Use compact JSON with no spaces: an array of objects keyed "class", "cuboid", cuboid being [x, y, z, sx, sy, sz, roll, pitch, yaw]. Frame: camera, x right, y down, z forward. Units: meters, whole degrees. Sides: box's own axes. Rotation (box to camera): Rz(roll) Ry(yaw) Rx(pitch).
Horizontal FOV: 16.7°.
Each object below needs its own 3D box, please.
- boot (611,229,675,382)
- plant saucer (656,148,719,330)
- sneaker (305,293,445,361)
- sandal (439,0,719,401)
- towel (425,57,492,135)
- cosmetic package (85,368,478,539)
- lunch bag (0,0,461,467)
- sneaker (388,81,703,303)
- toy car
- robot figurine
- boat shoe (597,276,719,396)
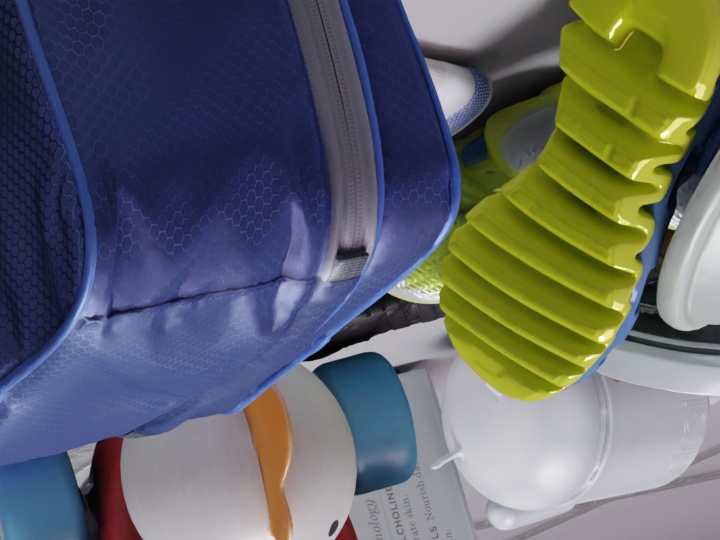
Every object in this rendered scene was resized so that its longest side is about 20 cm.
[{"class":"boot","cuboid":[0.158,-0.022,1.174,0.155,0.074,0.200,-42,-169,3]},{"class":"plant saucer","cuboid":[0.191,-0.048,0.921,0.200,0.050,0.200,-44,161,-20]},{"class":"sneaker","cuboid":[0.001,0.003,1.097,0.199,0.060,0.104,-10,173,-36]},{"class":"sandal","cuboid":[0.098,-0.034,0.917,0.087,0.079,0.201,-23,149,-50]},{"class":"towel","cuboid":[-0.055,-0.046,0.890,0.146,0.024,0.200,-26,165,30]},{"class":"cosmetic package","cuboid":[-0.049,0.177,1.507,0.199,0.167,0.167,-12,166,-19]},{"class":"lunch bag","cuboid":[-0.067,-0.027,0.694,0.132,0.137,0.200,-9,165,-32]},{"class":"sneaker","cuboid":[0.090,-0.046,1.015,0.199,0.076,0.105,-17,-174,-3]},{"class":"toy car","cuboid":[-0.047,0.105,0.991,0.183,0.178,0.200,-13,164,-13]},{"class":"robot figurine","cuboid":[0.128,0.080,1.455,0.199,0.113,0.170,-6,124,-42]},{"class":"boat shoe","cuboid":[0.190,0.007,1.045,0.198,0.071,0.072,-4,-157,-5]}]
